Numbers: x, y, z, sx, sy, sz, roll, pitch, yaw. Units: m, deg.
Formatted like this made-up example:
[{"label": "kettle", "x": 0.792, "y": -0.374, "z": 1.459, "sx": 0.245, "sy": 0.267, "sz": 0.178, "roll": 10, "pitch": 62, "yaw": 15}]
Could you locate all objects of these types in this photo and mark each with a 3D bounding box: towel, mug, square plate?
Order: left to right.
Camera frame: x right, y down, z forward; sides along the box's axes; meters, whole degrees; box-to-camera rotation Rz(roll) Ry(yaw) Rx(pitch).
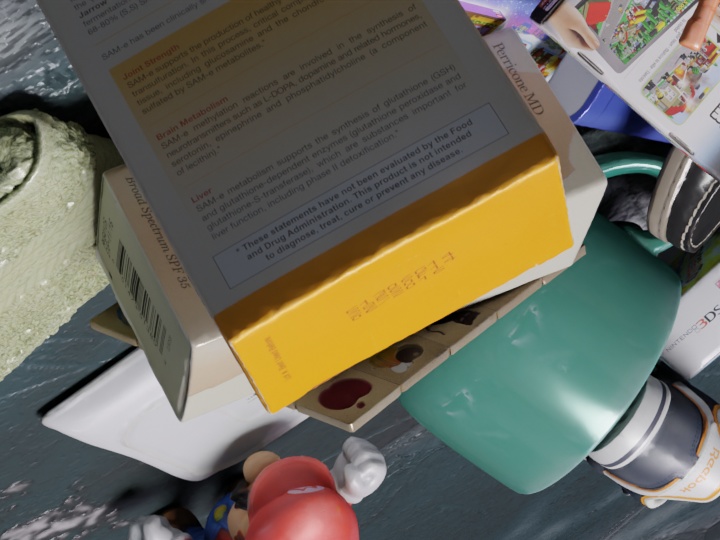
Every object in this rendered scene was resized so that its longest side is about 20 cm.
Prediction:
[{"label": "towel", "x": -0.171, "y": 0.006, "z": 0.954, "sx": 0.200, "sy": 0.037, "sz": 0.148, "roll": -39, "pitch": 158, "yaw": 19}, {"label": "square plate", "x": -0.056, "y": 0.056, "z": 1.222, "sx": 0.200, "sy": 0.028, "sz": 0.198, "roll": -34, "pitch": 158, "yaw": 8}, {"label": "mug", "x": 0.092, "y": 0.017, "z": 1.198, "sx": 0.152, "sy": 0.114, "sz": 0.185, "roll": -38, "pitch": -160, "yaw": 57}]

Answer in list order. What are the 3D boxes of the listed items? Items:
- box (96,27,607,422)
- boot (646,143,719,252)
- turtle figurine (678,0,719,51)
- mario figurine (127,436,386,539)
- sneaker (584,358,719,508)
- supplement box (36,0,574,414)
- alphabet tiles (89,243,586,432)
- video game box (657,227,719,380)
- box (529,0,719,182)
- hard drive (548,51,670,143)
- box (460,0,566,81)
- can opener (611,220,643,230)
[{"label": "box", "x": -0.005, "y": -0.022, "z": 0.931, "sx": 0.200, "sy": 0.095, "sz": 0.078, "roll": -23, "pitch": 158, "yaw": -20}, {"label": "boot", "x": 0.239, "y": -0.058, "z": 0.975, "sx": 0.200, "sy": 0.151, "sz": 0.073, "roll": -52, "pitch": 163, "yaw": 10}, {"label": "turtle figurine", "x": 0.121, "y": -0.172, "z": 0.816, "sx": 0.064, "sy": 0.200, "sz": 0.161, "roll": -3, "pitch": 175, "yaw": 16}, {"label": "mario figurine", "x": -0.063, "y": 0.140, "z": 1.305, "sx": 0.124, "sy": 0.106, "sz": 0.200, "roll": -60, "pitch": -164, "yaw": -18}, {"label": "sneaker", "x": 0.156, "y": 0.085, "z": 1.231, "sx": 0.078, "sy": 0.079, "sz": 0.200, "roll": -55, "pitch": -168, "yaw": 8}, {"label": "supplement box", "x": -0.029, "y": -0.069, "z": 0.757, "sx": 0.126, "sy": 0.200, "sz": 0.074, "roll": -29, "pitch": 155, "yaw": -3}, {"label": "alphabet tiles", "x": 0.000, "y": 0.000, "z": 1.009, "sx": 0.200, "sy": 0.167, "sz": 0.008, "roll": -35, "pitch": 128, "yaw": -37}, {"label": "video game box", "x": 0.246, "y": -0.044, "z": 1.243, "sx": 0.182, "sy": 0.047, "sz": 0.200, "roll": -47, "pitch": -174, "yaw": 24}, {"label": "box", "x": 0.179, "y": -0.148, "z": 0.923, "sx": 0.200, "sy": 0.110, "sz": 0.035, "roll": -49, "pitch": -168, "yaw": 6}, {"label": "hard drive", "x": 0.167, "y": -0.124, "z": 1.050, "sx": 0.132, "sy": 0.025, "sz": 0.200, "roll": -59, "pitch": 157, "yaw": 14}, {"label": "box", "x": 0.026, "y": -0.107, "z": 0.962, "sx": 0.137, "sy": 0.039, "sz": 0.200, "roll": -39, "pitch": 157, "yaw": 20}, {"label": "can opener", "x": 0.154, "y": 0.022, "z": 1.390, "sx": 0.053, "sy": 0.067, "sz": 0.200, "roll": 2, "pitch": 163, "yaw": -10}]
